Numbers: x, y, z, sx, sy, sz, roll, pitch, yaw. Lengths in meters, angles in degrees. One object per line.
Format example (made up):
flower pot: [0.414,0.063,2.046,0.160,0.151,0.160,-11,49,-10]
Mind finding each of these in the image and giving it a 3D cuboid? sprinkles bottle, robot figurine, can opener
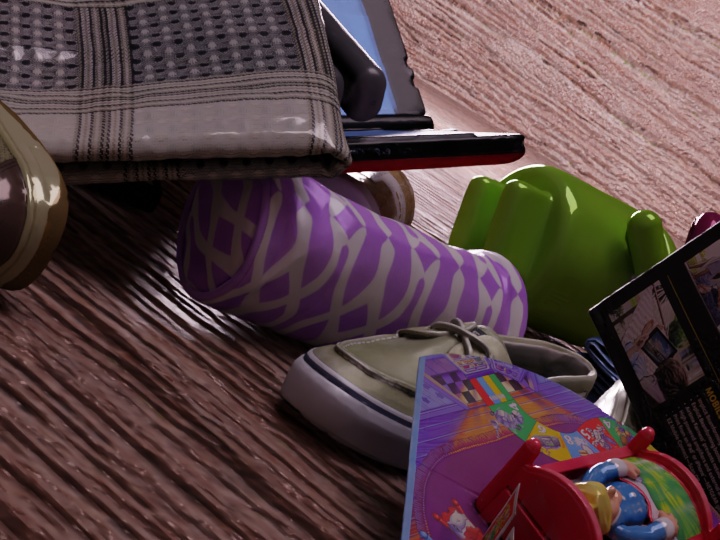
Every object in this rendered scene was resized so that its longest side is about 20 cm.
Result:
sprinkles bottle: [-0.009,-0.035,0.917,0.068,0.069,0.200,30,11,4]
robot figurine: [0.160,-0.007,1.097,0.199,0.117,0.175,22,-6,-33]
can opener: [-0.044,-0.160,0.808,0.053,0.067,0.200,-5,39,-30]

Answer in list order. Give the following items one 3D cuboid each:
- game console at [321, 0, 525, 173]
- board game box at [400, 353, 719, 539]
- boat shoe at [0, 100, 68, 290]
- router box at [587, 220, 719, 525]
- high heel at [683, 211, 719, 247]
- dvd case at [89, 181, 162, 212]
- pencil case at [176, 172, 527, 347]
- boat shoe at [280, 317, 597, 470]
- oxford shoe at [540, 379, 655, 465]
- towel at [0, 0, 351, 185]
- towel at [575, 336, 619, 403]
game console: [-0.028,-0.119,0.834,0.198,0.120,0.172,-6,8,-30]
board game box: [0.093,0.093,0.526,0.157,0.039,0.201,29,31,-11]
boat shoe: [-0.190,-0.067,0.590,0.200,0.074,0.065,38,9,36]
router box: [0.201,0.066,0.608,0.051,0.149,0.201,14,47,-49]
high heel: [0.210,0.064,0.685,0.096,0.202,0.067,-15,-9,37]
dvd case: [-0.190,-0.097,0.866,0.142,0.018,0.200,25,12,-18]
pencil case: [0.000,0.000,0.739,0.199,0.084,0.086,22,48,-40]
boat shoe: [0.041,0.052,0.675,0.072,0.062,0.199,37,14,35]
oxford shoe: [0.098,0.103,0.630,0.076,0.058,0.200,57,27,-1]
towel: [-0.113,-0.109,0.700,0.198,0.035,0.194,-3,43,-7]
towel: [0.222,0.110,0.917,0.199,0.049,0.111,34,11,22]
